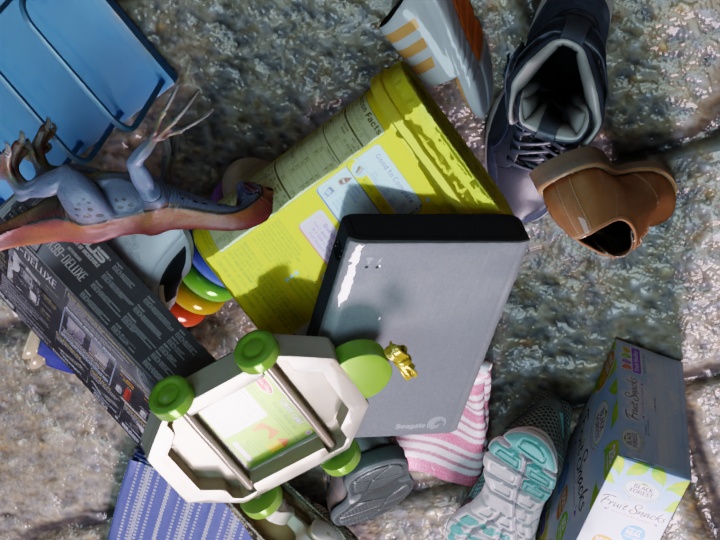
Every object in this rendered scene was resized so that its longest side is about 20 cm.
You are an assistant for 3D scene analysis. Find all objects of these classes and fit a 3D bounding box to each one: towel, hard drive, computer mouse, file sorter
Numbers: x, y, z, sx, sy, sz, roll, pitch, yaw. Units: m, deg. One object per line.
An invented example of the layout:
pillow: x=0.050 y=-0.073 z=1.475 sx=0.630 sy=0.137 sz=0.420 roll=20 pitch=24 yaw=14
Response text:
towel: x=0.032 y=0.116 z=1.567 sx=0.145 sy=0.030 sz=0.200 roll=8 pitch=148 yaw=6
hard drive: x=0.030 y=0.043 z=1.411 sx=0.139 sy=0.033 sz=0.201 roll=-1 pitch=133 yaw=-21
towel: x=-0.126 y=0.245 z=1.723 sx=0.199 sy=0.024 sz=0.145 roll=19 pitch=121 yaw=2
computer mouse: x=-0.175 y=0.003 z=1.480 sx=0.110 sy=0.044 sz=0.200 roll=49 pitch=153 yaw=14
file sorter: x=-0.271 y=-0.126 z=1.489 sx=0.199 sy=0.123 sz=0.139 roll=-33 pitch=107 yaw=25

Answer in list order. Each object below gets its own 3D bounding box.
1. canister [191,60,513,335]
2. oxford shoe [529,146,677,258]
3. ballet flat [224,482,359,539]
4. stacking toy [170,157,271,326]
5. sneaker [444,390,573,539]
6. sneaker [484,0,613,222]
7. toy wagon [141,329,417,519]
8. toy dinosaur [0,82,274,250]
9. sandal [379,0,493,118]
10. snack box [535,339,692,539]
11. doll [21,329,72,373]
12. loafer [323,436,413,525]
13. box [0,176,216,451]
canister: x=-0.008 y=-0.038 z=1.431 sx=0.200 sy=0.087 sz=0.149 roll=-35 pitch=103 yaw=10
oxford shoe: x=0.186 y=-0.041 z=1.414 sx=0.071 sy=0.200 sz=0.072 roll=-29 pitch=75 yaw=27
ballet flat: x=-0.069 y=0.211 z=1.637 sx=0.200 sy=0.075 sz=0.068 roll=43 pitch=84 yaw=1
stacking toy: x=-0.127 y=0.001 z=1.557 sx=0.085 sy=0.086 sz=0.200 roll=39 pitch=121 yaw=-11
sneaker: x=0.132 y=0.176 z=1.601 sx=0.077 sy=0.091 sz=0.200 roll=30 pitch=139 yaw=5
sneaker: x=0.132 y=-0.101 z=1.415 sx=0.076 sy=0.146 sz=0.203 roll=13 pitch=121 yaw=1
toy wagon: x=-0.054 y=0.099 z=1.381 sx=0.199 sy=0.040 sz=0.155 roll=-29 pitch=137 yaw=6
toy dinosaur: x=-0.161 y=-0.047 z=1.375 sx=0.181 sy=0.105 sz=0.201 roll=29 pitch=100 yaw=7
sandal: x=0.038 y=-0.204 z=1.420 sx=0.059 sy=0.079 sz=0.208 roll=-21 pitch=104 yaw=21
snack box: x=0.196 y=0.185 z=1.542 sx=0.067 sy=0.169 sz=0.201 roll=19 pitch=119 yaw=-4
doll: x=-0.182 y=0.096 z=1.606 sx=0.199 sy=0.137 sz=0.049 roll=22 pitch=77 yaw=3
loafer: x=0.004 y=0.157 z=1.572 sx=0.071 sy=0.200 sz=0.063 roll=-18 pitch=72 yaw=-10
box: x=-0.199 y=0.039 z=1.465 sx=0.200 sy=0.050 sz=0.158 roll=46 pitch=157 yaw=7
